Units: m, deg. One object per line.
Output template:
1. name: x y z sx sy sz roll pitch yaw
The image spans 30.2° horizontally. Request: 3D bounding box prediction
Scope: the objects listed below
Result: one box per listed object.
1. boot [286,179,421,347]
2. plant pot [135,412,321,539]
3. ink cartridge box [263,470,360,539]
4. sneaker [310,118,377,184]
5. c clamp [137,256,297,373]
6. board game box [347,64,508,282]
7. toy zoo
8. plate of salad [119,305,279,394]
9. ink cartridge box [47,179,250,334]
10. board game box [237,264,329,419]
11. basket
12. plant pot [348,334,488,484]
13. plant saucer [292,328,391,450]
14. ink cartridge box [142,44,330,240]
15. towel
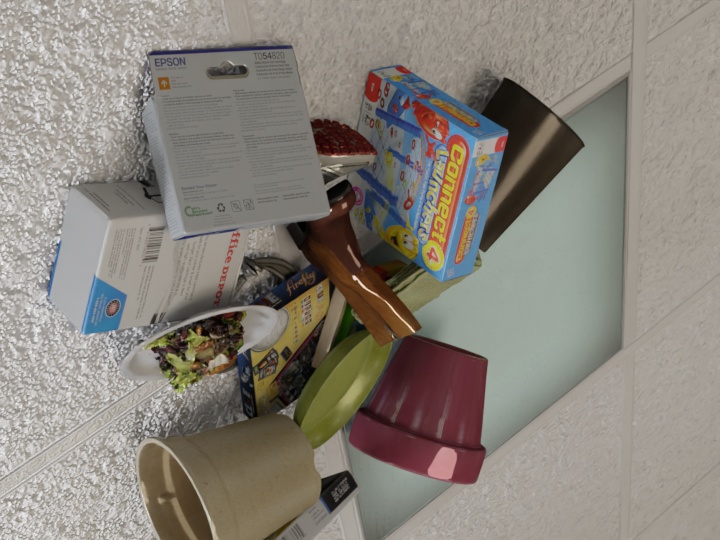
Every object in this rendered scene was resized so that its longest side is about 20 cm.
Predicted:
1. boot: 0.000 0.000 1.604 0.068 0.200 0.188 -37 179 -29
2. plant pot: -0.159 0.273 1.701 0.183 0.200 0.201 -22 133 -31
3. ink cartridge box: -0.124 0.359 1.818 0.198 0.200 0.047 -40 102 -47
4. sneaker: -0.070 -0.125 1.599 0.199 0.078 0.082 -14 136 -30
5. c clamp: -0.163 0.056 1.673 0.200 0.027 0.171 -49 143 -5
6. board game box: 0.074 -0.121 1.644 0.056 0.196 0.201 -15 129 -39
7. toy zoo: 0.008 0.057 1.824 0.200 0.020 0.132 -19 131 -59
8. plate of salad: -0.186 0.096 1.572 0.199 0.048 0.200 -19 162 -7
9. ink cartridge box: -0.232 -0.021 1.489 0.199 0.084 0.147 -8 125 -44
10. board game box: -0.099 0.100 1.748 0.135 0.035 0.201 -33 145 -28
11. basket: 0.187 -0.137 1.809 0.200 0.136 0.180 -51 155 4
12. plant pot: 0.101 0.196 1.950 0.200 0.199 0.180 15 92 -51
13. plant saucer: -0.030 0.154 1.787 0.200 0.031 0.200 -46 160 -23
14. ink cartridge box: -0.139 -0.144 1.466 0.199 0.041 0.201 -9 86 -38
15. towel: 0.079 0.021 1.786 0.148 0.037 0.200 -37 169 21
